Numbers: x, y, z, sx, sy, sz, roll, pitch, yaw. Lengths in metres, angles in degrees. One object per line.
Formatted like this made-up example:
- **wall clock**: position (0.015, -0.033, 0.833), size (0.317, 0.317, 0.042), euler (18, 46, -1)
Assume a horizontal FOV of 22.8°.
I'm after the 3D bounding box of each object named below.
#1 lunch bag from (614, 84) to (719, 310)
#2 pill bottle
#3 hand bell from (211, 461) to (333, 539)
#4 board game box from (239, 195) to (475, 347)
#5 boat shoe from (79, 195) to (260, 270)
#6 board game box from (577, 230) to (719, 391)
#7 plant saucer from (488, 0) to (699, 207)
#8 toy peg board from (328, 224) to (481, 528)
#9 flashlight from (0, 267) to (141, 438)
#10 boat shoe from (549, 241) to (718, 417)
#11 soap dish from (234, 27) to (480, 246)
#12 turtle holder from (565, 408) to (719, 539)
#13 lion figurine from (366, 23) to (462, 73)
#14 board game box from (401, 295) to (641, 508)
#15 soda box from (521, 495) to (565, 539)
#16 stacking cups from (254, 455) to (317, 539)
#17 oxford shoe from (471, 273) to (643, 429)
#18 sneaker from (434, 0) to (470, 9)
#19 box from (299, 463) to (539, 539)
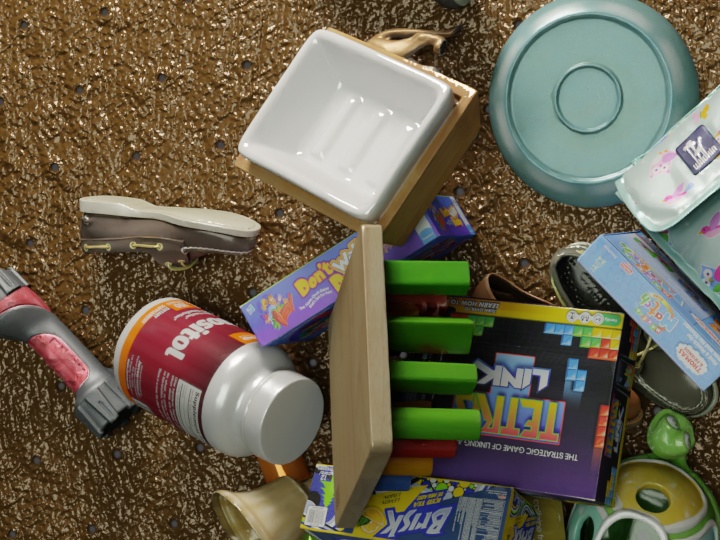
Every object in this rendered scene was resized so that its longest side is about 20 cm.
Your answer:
- **lunch bag**: position (0.342, -0.061, 1.571), size (0.170, 0.122, 0.200), euler (-44, 71, 16)
- **pill bottle**: position (-0.133, 0.108, 1.697), size (0.199, 0.113, 0.114), euler (23, 99, 38)
- **hand bell**: position (-0.031, 0.198, 1.689), size (0.200, 0.104, 0.104), euler (-33, 80, -22)
- **board game box**: position (0.000, 0.000, 1.672), size (0.199, 0.134, 0.045), euler (-32, 81, 15)
- **boat shoe**: position (-0.190, -0.033, 1.767), size (0.199, 0.072, 0.060), euler (9, 100, 21)
- **board game box**: position (0.269, 0.030, 1.553), size (0.037, 0.200, 0.151), euler (-46, 78, 13)
- **plant saucer**: position (0.213, -0.159, 1.657), size (0.199, 0.027, 0.202), euler (1, 92, 18)
- **toy peg board**: position (0.036, 0.095, 1.522), size (0.097, 0.199, 0.201), euler (2, 63, -9)
- **flashlight**: position (-0.313, 0.086, 1.809), size (0.200, 0.068, 0.068), euler (46, 102, 12)
- **boat shoe**: position (0.246, 0.057, 1.633), size (0.072, 0.060, 0.202), euler (-44, 79, 15)
- **soap dish**: position (0.000, -0.118, 1.592), size (0.200, 0.081, 0.158), euler (29, 83, 41)
- **turtle holder**: position (0.263, 0.231, 1.596), size (0.186, 0.132, 0.141), euler (-46, 78, 14)
- **lion figurine**: position (0.012, -0.160, 1.706), size (0.122, 0.072, 0.201), euler (22, 84, 29)
- **board game box**: position (0.136, 0.113, 1.579), size (0.199, 0.057, 0.166), euler (5, 78, 27)
- **soda box**: position (0.146, 0.218, 1.628), size (0.067, 0.064, 0.201), euler (-1, 72, -9)
- **stacking cups**: position (-0.063, 0.229, 1.736), size (0.060, 0.060, 0.201), euler (-25, 84, 17)
- **oxford shoe**: position (0.178, 0.074, 1.632), size (0.200, 0.071, 0.072), euler (35, 126, 21)
- **sneaker**: position (0.017, -0.298, 1.697), size (0.106, 0.075, 0.200), euler (-45, 70, 18)
- **box**: position (0.051, 0.221, 1.581), size (0.199, 0.070, 0.065), euler (4, 67, 30)
